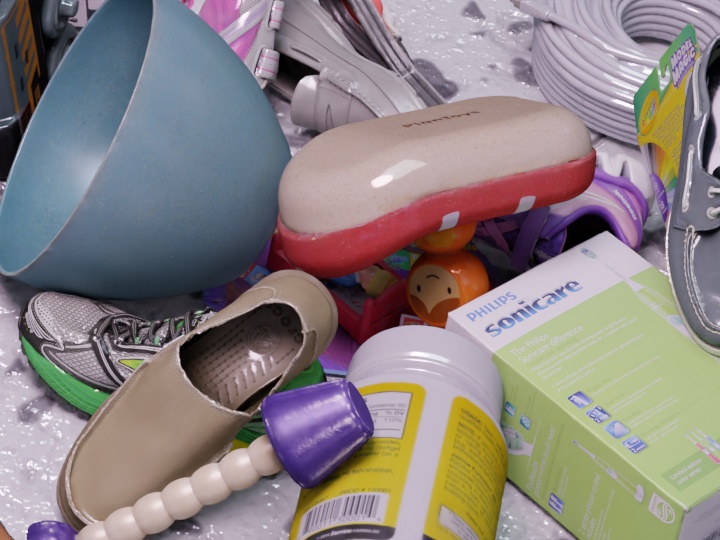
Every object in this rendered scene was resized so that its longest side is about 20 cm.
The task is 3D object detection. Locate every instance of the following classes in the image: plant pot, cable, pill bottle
[{"bbox_3d":[-0.122,-0.062,1.665,0.135,0.200,0.200,26,36,-22],"label":"plant pot"},{"bbox_3d":[0.220,-0.160,1.920,0.200,0.069,0.200,-20,50,-31],"label":"cable"},{"bbox_3d":[0.033,-0.146,1.845,0.050,0.097,0.200,-36,55,-16],"label":"cable"},{"bbox_3d":[0.023,0.130,1.515,0.114,0.114,0.200,13,41,2],"label":"pill bottle"}]

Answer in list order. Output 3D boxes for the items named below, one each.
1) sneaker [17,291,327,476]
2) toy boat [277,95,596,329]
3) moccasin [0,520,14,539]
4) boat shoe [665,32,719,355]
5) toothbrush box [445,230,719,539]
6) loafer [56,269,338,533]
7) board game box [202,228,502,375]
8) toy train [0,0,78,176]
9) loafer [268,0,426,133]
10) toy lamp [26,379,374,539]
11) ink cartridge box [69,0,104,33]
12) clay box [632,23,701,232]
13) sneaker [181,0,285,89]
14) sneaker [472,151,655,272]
[{"bbox_3d":[-0.109,0.048,1.601,0.199,0.085,0.078,17,41,7],"label":"sneaker"},{"bbox_3d":[0.047,-0.027,1.637,0.200,0.131,0.130,-13,15,-25],"label":"toy boat"},{"bbox_3d":[-0.245,0.150,1.474,0.078,0.074,0.201,-18,58,-40],"label":"moccasin"},{"bbox_3d":[0.220,-0.050,1.613,0.073,0.062,0.201,2,71,11],"label":"boat shoe"},{"bbox_3d":[0.163,0.084,1.618,0.145,0.086,0.200,-27,54,-36],"label":"toothbrush box"},{"bbox_3d":[-0.098,0.073,1.519,0.076,0.067,0.200,43,89,6],"label":"loafer"},{"bbox_3d":[0.000,0.000,1.711,0.199,0.039,0.158,8,41,-5],"label":"board game box"},{"bbox_3d":[-0.234,-0.153,1.725,0.085,0.200,0.114,14,54,9],"label":"toy train"},{"bbox_3d":[-0.016,-0.115,1.826,0.070,0.070,0.200,-32,54,-21],"label":"loafer"},{"bbox_3d":[-0.087,0.118,1.471,0.200,0.058,0.058,-26,43,9],"label":"toy lamp"},{"bbox_3d":[-0.203,-0.229,1.893,0.199,0.084,0.146,0,42,-12],"label":"ink cartridge box"},{"bbox_3d":[0.235,-0.049,1.708,0.047,0.115,0.200,-6,68,-20],"label":"clay box"},{"bbox_3d":[-0.087,-0.156,1.800,0.088,0.200,0.081,40,2,-4],"label":"sneaker"},{"bbox_3d":[0.099,-0.039,1.739,0.200,0.081,0.089,10,42,-11],"label":"sneaker"}]
